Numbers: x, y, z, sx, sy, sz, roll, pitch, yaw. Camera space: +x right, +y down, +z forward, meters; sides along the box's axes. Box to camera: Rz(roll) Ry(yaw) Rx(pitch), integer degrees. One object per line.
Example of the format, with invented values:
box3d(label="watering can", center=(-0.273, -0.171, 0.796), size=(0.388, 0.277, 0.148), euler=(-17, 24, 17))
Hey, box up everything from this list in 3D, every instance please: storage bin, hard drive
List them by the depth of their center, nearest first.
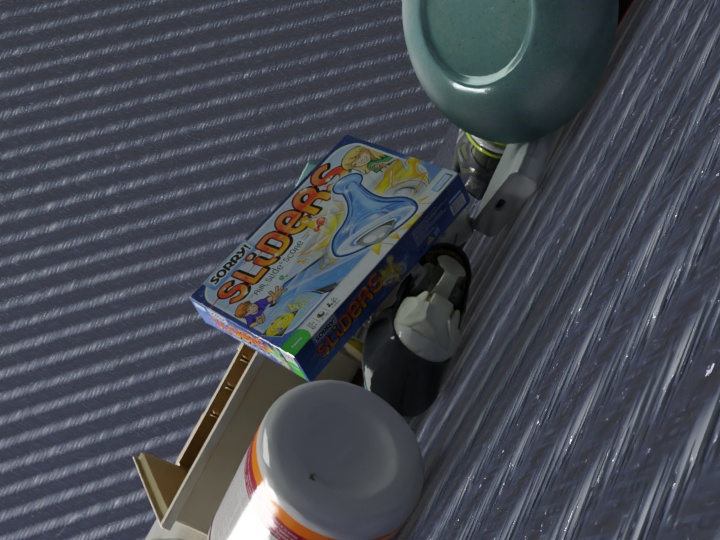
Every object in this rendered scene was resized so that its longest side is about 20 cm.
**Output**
box3d(label="hard drive", center=(0.156, -0.136, 0.984), size=(0.202, 0.026, 0.132), euler=(-64, 1, -19))
box3d(label="storage bin", center=(-0.106, 0.121, 1.052), size=(0.202, 0.093, 0.198), euler=(-61, 21, 0))

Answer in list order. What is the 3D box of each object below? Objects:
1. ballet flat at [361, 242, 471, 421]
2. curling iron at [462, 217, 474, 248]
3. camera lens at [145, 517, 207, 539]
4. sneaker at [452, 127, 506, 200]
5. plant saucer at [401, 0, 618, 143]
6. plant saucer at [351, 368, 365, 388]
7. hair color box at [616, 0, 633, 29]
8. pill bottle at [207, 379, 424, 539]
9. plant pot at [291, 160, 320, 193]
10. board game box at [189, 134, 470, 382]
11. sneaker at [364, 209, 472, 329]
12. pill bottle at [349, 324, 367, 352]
box3d(label="ballet flat", center=(0.050, 0.035, 0.903), size=(0.074, 0.073, 0.200), euler=(-62, -1, 30))
box3d(label="curling iron", center=(0.067, 0.018, 1.161), size=(0.200, 0.026, 0.050), euler=(-51, 8, -35))
box3d(label="camera lens", center=(-0.130, 0.273, 1.221), size=(0.201, 0.159, 0.161), euler=(-64, 2, -41))
box3d(label="sneaker", center=(0.125, -0.131, 1.220), size=(0.200, 0.073, 0.082), euler=(-61, -4, -72))
box3d(label="plant saucer", center=(0.096, -0.193, 0.878), size=(0.038, 0.201, 0.202), euler=(-15, -38, -46))
box3d(label="plant saucer", center=(-0.008, 0.129, 0.999), size=(0.202, 0.029, 0.200), euler=(-61, 4, 7))
box3d(label="hair color box", center=(0.192, -0.285, 0.866), size=(0.201, 0.101, 0.061), euler=(-63, 0, 29))
box3d(label="pill bottle", center=(-0.041, 0.171, 0.785), size=(0.201, 0.109, 0.110), euler=(-63, 1, 44))
box3d(label="plant pot", center=(0.004, -0.045, 1.445), size=(0.142, 0.198, 0.141), euler=(-63, 2, -1))
box3d(label="board game box", center=(-0.024, -0.016, 0.942), size=(0.200, 0.135, 0.035), euler=(-48, -45, -20))
box3d(label="sneaker", center=(0.044, 0.001, 1.061), size=(0.200, 0.086, 0.075), euler=(123, 137, -68))
box3d(label="pill bottle", center=(-0.035, 0.138, 1.180), size=(0.201, 0.113, 0.115), euler=(-64, 2, -41))
